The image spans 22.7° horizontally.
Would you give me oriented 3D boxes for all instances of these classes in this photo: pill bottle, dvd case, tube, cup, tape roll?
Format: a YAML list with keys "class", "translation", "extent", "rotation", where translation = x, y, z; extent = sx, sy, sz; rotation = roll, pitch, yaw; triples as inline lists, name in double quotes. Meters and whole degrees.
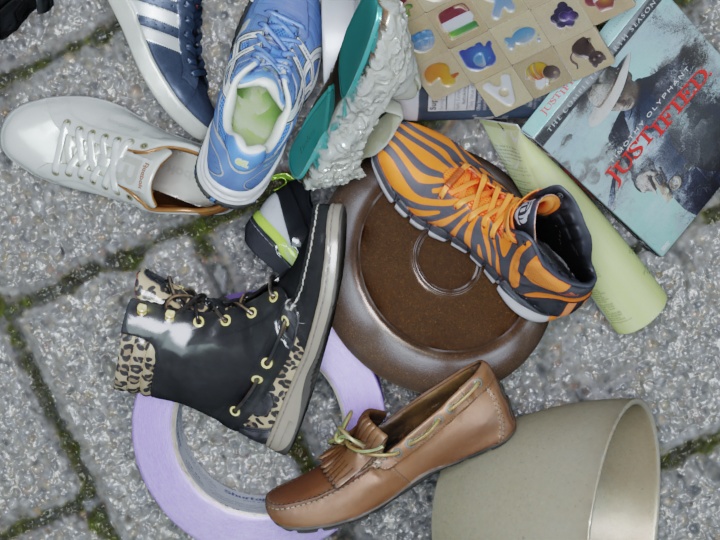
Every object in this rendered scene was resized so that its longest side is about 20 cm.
- class: "pill bottle"
  translation: [0.070, -0.174, 1.363]
  extent: [0.198, 0.120, 0.121]
  rotation: [-1, 96, 0]
- class: "dvd case"
  translation: [0.222, -0.111, 1.362]
  extent: [0.146, 0.022, 0.200]
  rotation: [-50, 132, 3]
- class: "tube"
  translation: [0.164, -0.040, 1.392]
  extent: [0.058, 0.052, 0.200]
  rotation: [-26, 112, 38]
- class: "cup"
  translation: [0.138, 0.191, 1.383]
  extent: [0.142, 0.200, 0.203]
  rotation: [6, 97, 24]
- class: "tape roll"
  translation: [-0.079, 0.119, 1.419]
  extent: [0.198, 0.066, 0.202]
  rotation: [0, 96, 0]

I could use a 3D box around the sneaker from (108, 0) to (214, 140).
- class: "sneaker"
  translation: [-0.142, -0.202, 1.379]
  extent: [0.084, 0.075, 0.201]
  rotation: [-26, 96, 6]

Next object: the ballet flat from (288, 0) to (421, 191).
- class: "ballet flat"
  translation: [0.006, -0.129, 1.291]
  extent: [0.071, 0.200, 0.072]
  rotation: [11, 55, -16]

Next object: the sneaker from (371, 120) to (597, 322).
- class: "sneaker"
  translation: [0.101, -0.051, 1.330]
  extent: [0.200, 0.112, 0.078]
  rotation: [39, 69, -2]

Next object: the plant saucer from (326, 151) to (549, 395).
- class: "plant saucer"
  translation: [0.063, -0.005, 1.385]
  extent: [0.198, 0.032, 0.202]
  rotation: [4, 76, -15]

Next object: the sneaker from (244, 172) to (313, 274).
- class: "sneaker"
  translation: [0.000, 0.000, 1.404]
  extent: [0.199, 0.072, 0.083]
  rotation: [39, 93, -4]

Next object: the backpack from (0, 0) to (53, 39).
- class: "backpack"
  translation: [-0.362, -0.188, 1.330]
  extent: [0.147, 0.183, 0.201]
  rotation: [41, 98, 18]

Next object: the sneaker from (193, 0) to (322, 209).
- class: "sneaker"
  translation: [-0.066, -0.145, 1.358]
  extent: [0.075, 0.077, 0.202]
  rotation: [18, 67, -11]

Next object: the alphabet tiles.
- class: "alphabet tiles"
  translation: [0.088, -0.201, 1.249]
  extent: [0.165, 0.006, 0.200]
  rotation: [-24, 121, 24]

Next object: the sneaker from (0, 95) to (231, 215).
- class: "sneaker"
  translation: [-0.185, -0.089, 1.387]
  extent: [0.198, 0.085, 0.074]
  rotation: [12, 98, -1]

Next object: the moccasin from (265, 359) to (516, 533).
- class: "moccasin"
  translation: [0.016, 0.131, 1.343]
  extent: [0.200, 0.074, 0.078]
  rotation: [-26, 109, 11]

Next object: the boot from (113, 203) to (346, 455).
- class: "boot"
  translation: [-0.095, 0.029, 1.330]
  extent: [0.149, 0.073, 0.202]
  rotation: [16, 116, 0]

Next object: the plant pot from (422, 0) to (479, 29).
- class: "plant pot"
  translation: [0.072, -0.294, 1.294]
  extent: [0.198, 0.135, 0.202]
  rotation: [0, 53, 0]
